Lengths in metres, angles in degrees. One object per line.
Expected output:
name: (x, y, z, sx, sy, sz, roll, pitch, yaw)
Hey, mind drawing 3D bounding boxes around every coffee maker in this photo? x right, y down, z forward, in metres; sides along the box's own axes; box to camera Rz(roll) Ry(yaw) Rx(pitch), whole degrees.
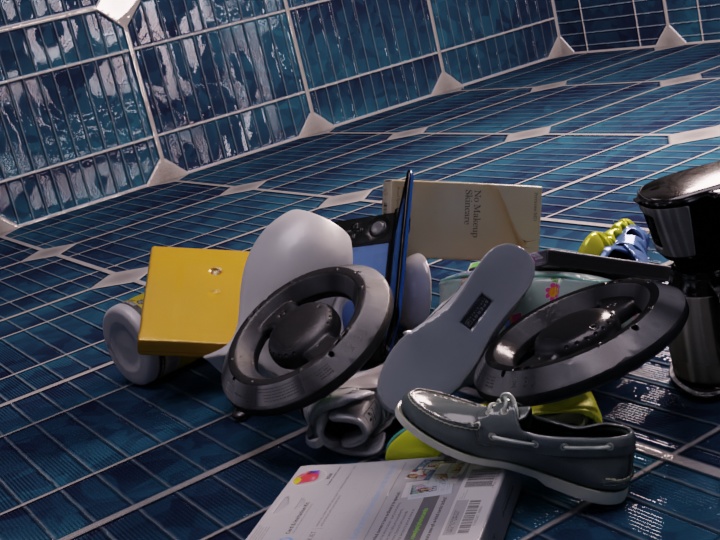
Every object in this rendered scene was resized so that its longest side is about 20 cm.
coffee maker: (0.366, -0.004, 1.065, 0.192, 0.200, 0.135, -19, 16, -18)

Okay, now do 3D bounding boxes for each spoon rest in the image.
spoon rest: (0.053, 0.031, 1.458, 0.060, 0.100, 0.200, 1, -4, -21)

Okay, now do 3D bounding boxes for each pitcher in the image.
pitcher: (-0.065, 0.043, 1.303, 0.171, 0.200, 0.121, 19, -16, 18)

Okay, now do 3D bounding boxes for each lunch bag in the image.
lunch bag: (0.195, 0.047, 1.203, 0.200, 0.077, 0.160, 0, -8, 34)

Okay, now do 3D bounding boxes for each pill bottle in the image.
pill bottle: (-0.233, 0.066, 1.519, 0.200, 0.112, 0.111, -25, 18, -39)

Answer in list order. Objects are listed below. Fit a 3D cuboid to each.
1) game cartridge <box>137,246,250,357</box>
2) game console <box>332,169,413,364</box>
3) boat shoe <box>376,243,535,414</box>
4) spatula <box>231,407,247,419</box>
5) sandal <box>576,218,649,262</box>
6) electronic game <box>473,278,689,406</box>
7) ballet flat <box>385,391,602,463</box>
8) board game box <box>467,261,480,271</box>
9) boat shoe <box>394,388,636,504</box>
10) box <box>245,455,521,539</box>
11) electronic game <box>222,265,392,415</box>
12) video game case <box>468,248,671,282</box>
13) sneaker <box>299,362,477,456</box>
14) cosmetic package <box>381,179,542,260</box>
game cartridge: (-0.187, 0.040, 1.442, 0.176, 0.032, 0.200, 3, 36, -6)
game console: (0.000, 0.000, 1.344, 0.170, 0.118, 0.200, -7, 61, 27)
boat shoe: (0.090, 0.062, 1.103, 0.202, 0.075, 0.086, -51, -10, -11)
spatula: (-0.113, 0.128, 1.355, 0.056, 0.021, 0.200, -7, 17, 19)
sandal: (0.324, -0.008, 1.403, 0.087, 0.080, 0.200, 34, 26, 18)
electronic game: (0.193, 0.063, 1.006, 0.200, 0.042, 0.200, -24, 13, 6)
ballet flat: (0.123, 0.149, 1.003, 0.200, 0.067, 0.067, -15, 38, -12)
board game box: (0.182, 0.018, 1.496, 0.095, 0.030, 0.200, -9, 13, 16)
boat shoe: (0.127, 0.127, 0.926, 0.200, 0.062, 0.073, 18, 22, 15)
box: (0.019, 0.203, 0.924, 0.200, 0.041, 0.156, -7, 15, 19)
electronic game: (-0.056, 0.068, 1.159, 0.200, 0.042, 0.200, -25, 31, 16)
video game case: (0.220, 0.004, 1.229, 0.143, 0.019, 0.200, 7, -7, -17)
sneaker: (0.033, 0.128, 1.133, 0.200, 0.075, 0.115, -17, 16, 4)
cosmetic package: (0.130, -0.065, 1.481, 0.199, 0.104, 0.073, 1, 4, -7)
